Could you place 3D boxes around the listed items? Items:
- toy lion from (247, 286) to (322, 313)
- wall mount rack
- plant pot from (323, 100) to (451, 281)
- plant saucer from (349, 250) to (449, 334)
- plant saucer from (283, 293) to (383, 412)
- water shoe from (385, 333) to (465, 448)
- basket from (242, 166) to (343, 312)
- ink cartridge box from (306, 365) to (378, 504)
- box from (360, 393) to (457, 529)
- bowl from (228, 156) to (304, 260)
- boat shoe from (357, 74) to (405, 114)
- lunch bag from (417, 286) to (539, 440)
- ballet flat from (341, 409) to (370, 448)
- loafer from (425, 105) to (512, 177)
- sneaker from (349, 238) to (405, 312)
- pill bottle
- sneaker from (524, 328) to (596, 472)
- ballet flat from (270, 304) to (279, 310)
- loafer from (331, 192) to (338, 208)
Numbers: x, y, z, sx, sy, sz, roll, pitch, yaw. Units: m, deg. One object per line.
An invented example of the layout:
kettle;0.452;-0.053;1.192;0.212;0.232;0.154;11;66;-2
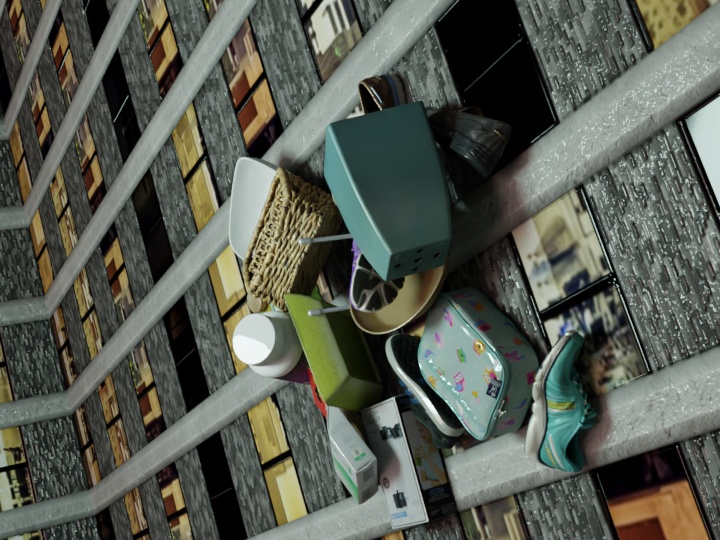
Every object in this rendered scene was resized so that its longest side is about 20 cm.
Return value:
toy lion;-0.132;0.104;1.973;0.191;0.068;0.202;3;100;50
wall mount rack;0.000;0.000;1.658;0.173;0.074;0.202;-6;93;24
plant pot;0.046;-0.099;1.443;0.142;0.140;0.201;99;154;-65
plant saucer;0.064;0.007;1.535;0.200;0.035;0.201;-30;44;35
plant saucer;-0.031;0.132;1.732;0.048;0.199;0.201;-28;68;17
water shoe;0.090;0.188;1.616;0.200;0.071;0.079;57;143;34
basket;-0.136;-0.050;1.758;0.148;0.143;0.201;30;113;12
ink cartridge box;-0.044;0.274;1.728;0.200;0.050;0.161;49;162;25
box;0.075;0.305;1.678;0.117;0.060;0.201;-30;71;56
bowl;-0.156;-0.099;1.919;0.199;0.074;0.201;29;119;41
boat shoe;0.038;-0.202;1.603;0.072;0.072;0.201;-30;72;56
lunch bag;0.162;0.136;1.479;0.200;0.077;0.161;52;137;42
ballet flat;-0.003;0.300;1.816;0.200;0.046;0.068;38;129;48
loafer;0.145;-0.195;1.455;0.072;0.073;0.200;-49;37;3
sneaker;0.021;-0.019;1.531;0.083;0.080;0.201;-39;29;49
pill bottle;-0.126;0.128;1.747;0.111;0.200;0.112;-6;77;26
sneaker;0.269;0.169;1.344;0.079;0.077;0.201;20;120;34
ballet flat;-0.111;0.104;1.888;0.062;0.067;0.201;-19;88;16
loafer;-0.010;-0.152;1.637;0.072;0.063;0.200;33;161;11
